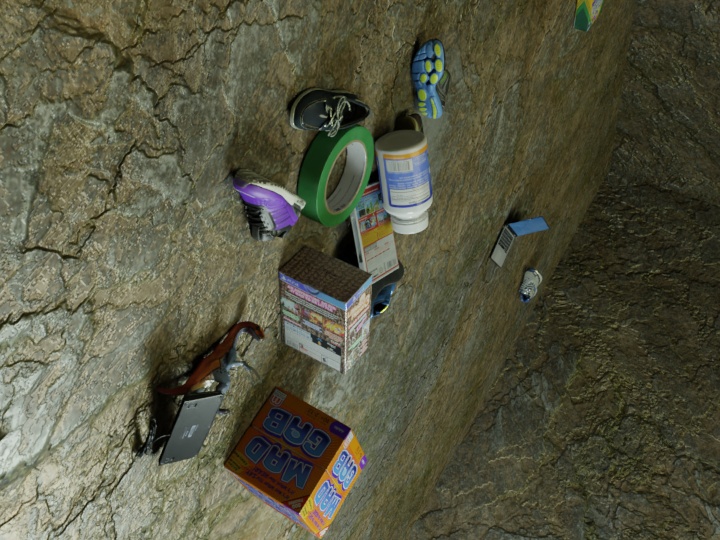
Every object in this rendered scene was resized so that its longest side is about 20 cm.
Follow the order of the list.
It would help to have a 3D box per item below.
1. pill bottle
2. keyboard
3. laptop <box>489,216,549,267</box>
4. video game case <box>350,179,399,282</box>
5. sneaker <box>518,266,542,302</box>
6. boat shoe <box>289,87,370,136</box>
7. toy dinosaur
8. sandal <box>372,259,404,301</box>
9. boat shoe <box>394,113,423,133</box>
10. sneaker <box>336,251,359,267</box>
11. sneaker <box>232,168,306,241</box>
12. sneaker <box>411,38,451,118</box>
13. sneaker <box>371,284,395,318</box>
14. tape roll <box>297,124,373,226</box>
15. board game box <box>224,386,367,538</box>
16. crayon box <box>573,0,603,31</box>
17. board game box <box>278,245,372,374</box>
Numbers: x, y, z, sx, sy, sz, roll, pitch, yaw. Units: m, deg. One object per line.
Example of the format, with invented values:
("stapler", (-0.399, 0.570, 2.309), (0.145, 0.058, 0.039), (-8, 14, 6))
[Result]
("pill bottle", (0.096, -0.186, 1.717), (0.112, 0.111, 0.202), (-42, 134, -43))
("keyboard", (-0.308, 0.268, 1.353), (0.126, 0.021, 0.201), (-6, 140, -35))
("laptop", (0.562, -0.098, 2.845), (0.202, 0.115, 0.187), (-66, 156, -1))
("video game case", (0.028, -0.083, 1.735), (0.143, 0.017, 0.203), (-29, 112, -55))
("sneaker", (0.701, 0.066, 3.355), (0.085, 0.077, 0.201), (-49, 151, -26))
("boat shoe", (-0.051, -0.278, 1.427), (0.199, 0.061, 0.076), (-20, 132, -59))
("toy dinosaur", (-0.238, 0.161, 1.420), (0.200, 0.104, 0.184), (45, 50, -53))
("sandal", (0.035, 0.019, 1.906), (0.043, 0.077, 0.200), (-29, -175, 43))
("boat shoe", (0.111, -0.251, 1.790), (0.066, 0.071, 0.203), (-34, 137, -42))
("sneaker", (0.000, 0.000, 1.795), (0.199, 0.075, 0.087), (-26, 150, -49))
("sneaker", (-0.160, -0.098, 1.354), (0.100, 0.069, 0.200), (-64, 156, 1))
("sneaker", (0.155, -0.421, 1.743), (0.201, 0.070, 0.083), (78, 28, -55))
("sneaker", (0.047, 0.072, 1.952), (0.200, 0.078, 0.067), (-30, 137, -56))
("tape roll", (-0.045, -0.186, 1.545), (0.201, 0.048, 0.202), (-47, 150, -38))
("board game box", (-0.132, 0.412, 1.728), (0.201, 0.198, 0.201), (-56, 154, -22))
("crayon box", (0.733, -0.880, 2.555), (0.126, 0.051, 0.201), (-53, 153, -29))
("board game box", (-0.069, 0.079, 1.604), (0.097, 0.158, 0.202), (-45, 150, -40))
